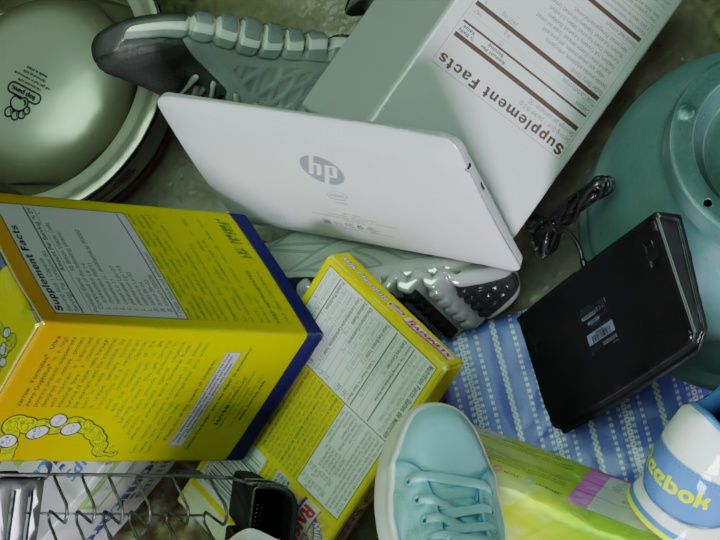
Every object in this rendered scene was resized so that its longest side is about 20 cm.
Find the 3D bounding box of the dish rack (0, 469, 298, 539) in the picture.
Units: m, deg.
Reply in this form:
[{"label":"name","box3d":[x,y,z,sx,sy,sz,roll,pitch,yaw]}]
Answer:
[{"label":"dish rack","box3d":[-0.145,0.186,1.308,0.200,0.055,0.154,3,103,-22]}]

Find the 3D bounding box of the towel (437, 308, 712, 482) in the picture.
[{"label":"towel","box3d":[0.149,0.078,1.336,0.200,0.024,0.145,-18,70,12]}]

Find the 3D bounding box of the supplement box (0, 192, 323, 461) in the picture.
[{"label":"supplement box","box3d":[-0.143,0.035,1.283,0.110,0.200,0.109,-57,49,28]}]

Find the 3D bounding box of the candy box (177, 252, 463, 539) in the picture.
[{"label":"candy box","box3d":[-0.027,0.097,1.336,0.102,0.026,0.200,43,118,20]}]

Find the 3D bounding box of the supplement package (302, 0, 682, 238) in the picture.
[{"label":"supplement package","box3d":[0.081,-0.136,1.329,0.120,0.121,0.200,35,91,-23]}]

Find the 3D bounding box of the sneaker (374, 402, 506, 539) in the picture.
[{"label":"sneaker","box3d":[0.057,0.156,1.167,0.074,0.082,0.200,5,65,-25]}]

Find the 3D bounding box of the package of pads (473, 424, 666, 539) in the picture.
[{"label":"package of pads","box3d":[0.103,0.182,1.268,0.200,0.068,0.155,18,111,20]}]

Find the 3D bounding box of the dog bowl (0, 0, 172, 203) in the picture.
[{"label":"dog bowl","box3d":[-0.207,-0.118,1.469,0.200,0.074,0.201,-4,75,15]}]

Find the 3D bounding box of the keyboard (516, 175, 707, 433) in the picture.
[{"label":"keyboard","box3d":[0.134,0.010,1.259,0.021,0.200,0.127,-11,77,-22]}]

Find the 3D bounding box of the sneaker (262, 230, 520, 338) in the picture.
[{"label":"sneaker","box3d":[0.000,0.000,1.376,0.200,0.075,0.081,-5,61,20]}]

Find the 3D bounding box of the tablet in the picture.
[{"label":"tablet","box3d":[-0.012,-0.050,1.295,0.200,0.130,0.014,10,61,29]}]

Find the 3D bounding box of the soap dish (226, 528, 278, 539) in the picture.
[{"label":"soap dish","box3d":[-0.022,0.237,1.234,0.200,0.157,0.081,31,53,-8]}]

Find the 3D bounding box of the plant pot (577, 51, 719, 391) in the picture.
[{"label":"plant pot","box3d":[0.225,-0.044,1.261,0.200,0.134,0.201,-1,70,2]}]

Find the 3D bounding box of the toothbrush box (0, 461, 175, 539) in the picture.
[{"label":"toothbrush box","box3d":[-0.226,0.087,1.398,0.200,0.086,0.146,46,106,20]}]

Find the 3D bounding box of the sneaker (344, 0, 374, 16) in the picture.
[{"label":"sneaker","box3d":[0.078,-0.222,1.420,0.088,0.074,0.200,32,83,3]}]

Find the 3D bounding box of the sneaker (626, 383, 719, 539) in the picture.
[{"label":"sneaker","box3d":[0.238,0.090,1.228,0.074,0.200,0.082,42,134,37]}]

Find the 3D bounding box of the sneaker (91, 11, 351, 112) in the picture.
[{"label":"sneaker","box3d":[-0.066,-0.091,1.380,0.199,0.075,0.116,4,79,-19]}]
